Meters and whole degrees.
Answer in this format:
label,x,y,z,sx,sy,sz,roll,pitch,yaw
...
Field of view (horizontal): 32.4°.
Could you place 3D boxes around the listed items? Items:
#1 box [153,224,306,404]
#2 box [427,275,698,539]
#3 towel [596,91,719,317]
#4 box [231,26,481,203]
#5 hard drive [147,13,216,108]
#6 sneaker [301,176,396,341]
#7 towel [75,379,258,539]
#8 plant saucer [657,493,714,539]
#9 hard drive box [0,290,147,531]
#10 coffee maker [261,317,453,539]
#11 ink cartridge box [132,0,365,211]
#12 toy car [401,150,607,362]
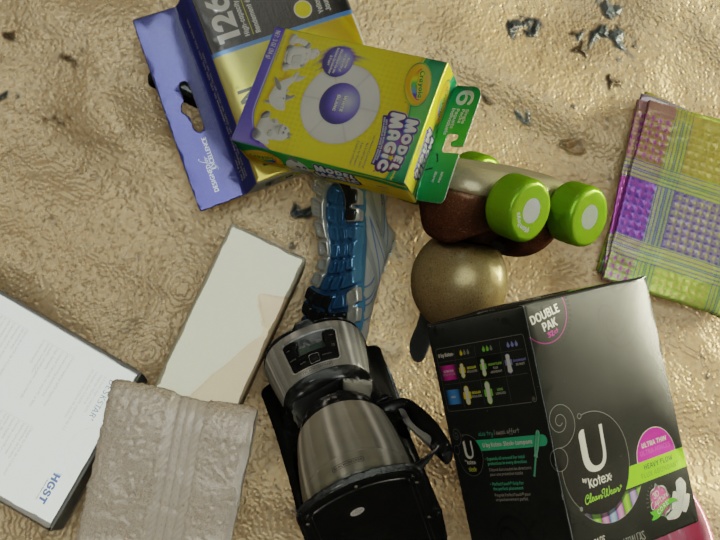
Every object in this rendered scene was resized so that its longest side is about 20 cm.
label,x,y,z,sx,sy,sz,roll,pitch,yaw
box,-0.125,0.070,1.116,0.077,0.095,0.202,25,79,-1
box,0.161,0.121,0.992,0.147,0.124,0.203,-10,86,-37
towel,0.320,-0.067,1.224,0.142,0.023,0.203,16,79,-4
box,-0.002,-0.134,1.076,0.197,0.048,0.119,16,77,20
hard drive,-0.104,-0.243,1.206,0.138,0.033,0.202,24,78,-2
sneaker,0.000,0.000,1.157,0.086,0.074,0.203,2,97,-48
towel,-0.168,0.200,1.035,0.130,0.034,0.203,12,91,1
plant saucer,0.220,0.236,1.106,0.198,0.051,0.202,13,46,-13
hard drive box,-0.314,0.112,1.096,0.198,0.077,0.157,30,78,1
coffee maker,-0.013,0.172,1.059,0.133,0.194,0.201,-1,35,-15
ink cartridge box,-0.089,-0.182,1.158,0.197,0.047,0.200,-20,83,-12
toy car,0.105,0.002,1.126,0.156,0.163,0.203,3,104,-41
